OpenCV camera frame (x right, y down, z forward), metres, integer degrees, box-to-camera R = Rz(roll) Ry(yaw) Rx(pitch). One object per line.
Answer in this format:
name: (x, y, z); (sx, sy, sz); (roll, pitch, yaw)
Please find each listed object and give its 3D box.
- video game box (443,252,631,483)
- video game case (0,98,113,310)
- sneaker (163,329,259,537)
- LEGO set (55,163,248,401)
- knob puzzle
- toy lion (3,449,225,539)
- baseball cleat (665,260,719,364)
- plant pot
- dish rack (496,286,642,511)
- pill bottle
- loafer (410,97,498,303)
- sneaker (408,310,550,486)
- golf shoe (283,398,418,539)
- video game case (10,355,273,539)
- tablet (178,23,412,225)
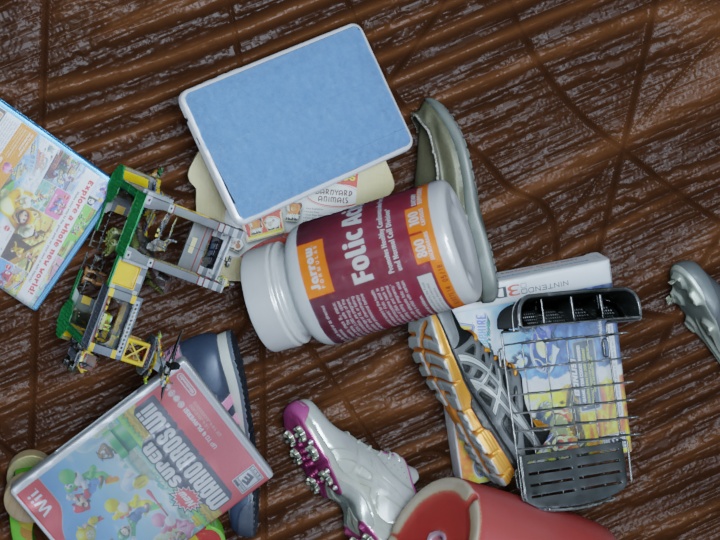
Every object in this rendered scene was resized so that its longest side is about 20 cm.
video game box: (0.168, 0.097, 1.523); (0.180, 0.047, 0.203); (-11, 102, -5)
video game case: (-0.341, -0.077, 1.414); (0.199, 0.018, 0.144); (35, 92, -14)
sneaker: (-0.143, 0.159, 1.472); (0.081, 0.070, 0.203); (-8, 96, 0)
LEGO set: (-0.183, 0.009, 1.391); (0.115, 0.153, 0.202); (20, 84, -26)
knob puzzle: (-0.066, -0.089, 1.454); (0.216, 0.030, 0.223); (-2, 101, -9)
toy lion: (-0.230, 0.259, 1.478); (0.197, 0.069, 0.194); (-9, 109, -8)
baseball cleat: (0.386, 0.050, 1.549); (0.106, 0.070, 0.201); (-39, 114, -8)
plant pot: (0.127, 0.293, 1.445); (0.176, 0.200, 0.202); (31, 94, -28)
dish rack: (0.201, 0.121, 1.443); (0.152, 0.054, 0.203); (-3, 85, -32)
pill bottle: (0.000, 0.000, 1.387); (0.198, 0.114, 0.115); (-17, 103, 13)
loafer: (0.076, -0.062, 1.450); (0.069, 0.075, 0.203); (-14, 86, -1)
sneaker: (0.111, 0.103, 1.460); (0.077, 0.078, 0.202); (-32, 107, -14)
golf shoe: (0.000, 0.198, 1.507); (0.091, 0.075, 0.201); (-39, 104, -24)
video game case: (-0.199, 0.193, 1.416); (0.199, 0.017, 0.144); (-37, 107, 0)
tablet: (-0.056, -0.136, 1.405); (0.199, 0.014, 0.131); (-26, 91, -26)
